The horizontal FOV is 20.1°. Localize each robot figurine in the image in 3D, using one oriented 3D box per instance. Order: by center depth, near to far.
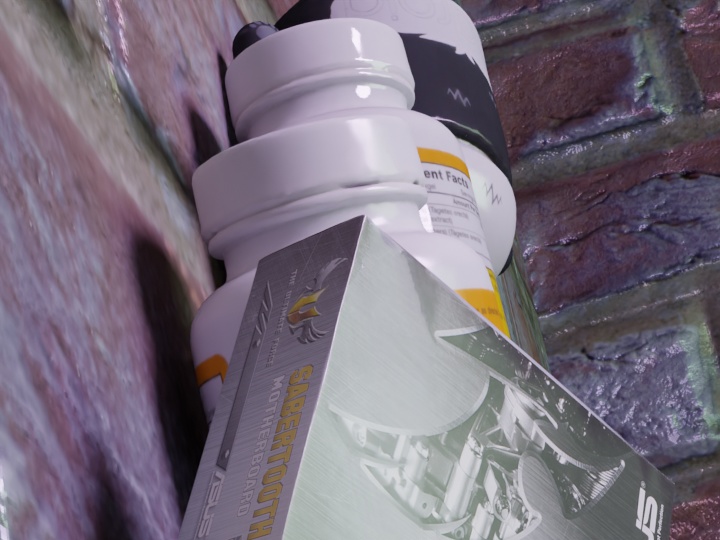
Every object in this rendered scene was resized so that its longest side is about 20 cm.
[{"bbox_3d":[0.009,-0.063,1.025,0.125,0.149,0.201,99,-15,-50],"label":"robot figurine"}]

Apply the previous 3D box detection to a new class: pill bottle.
[{"bbox_3d":[0.002,0.053,0.726,0.111,0.110,0.202,33,43,-78],"label":"pill bottle"},{"bbox_3d":[0.000,0.000,0.869,0.111,0.110,0.202,52,23,-70],"label":"pill bottle"}]

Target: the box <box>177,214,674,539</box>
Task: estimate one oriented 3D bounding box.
[{"bbox_3d":[0.017,0.110,0.579,0.158,0.048,0.201,41,46,-31],"label":"box"}]
